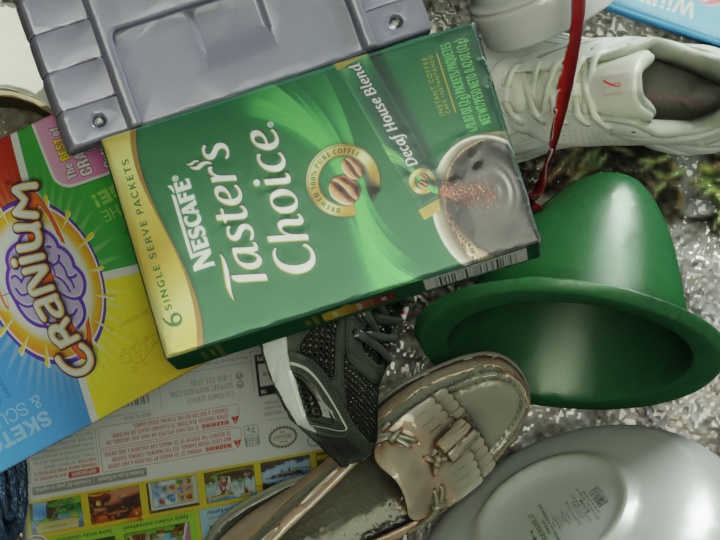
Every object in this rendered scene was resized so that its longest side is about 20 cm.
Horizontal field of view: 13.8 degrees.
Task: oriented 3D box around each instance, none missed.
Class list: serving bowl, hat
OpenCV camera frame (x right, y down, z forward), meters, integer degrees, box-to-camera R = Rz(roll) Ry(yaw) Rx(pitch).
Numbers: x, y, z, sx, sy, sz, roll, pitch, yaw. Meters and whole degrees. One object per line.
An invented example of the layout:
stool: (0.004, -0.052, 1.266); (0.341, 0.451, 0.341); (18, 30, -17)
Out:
serving bowl: (0.112, 0.149, 1.558); (0.200, 0.200, 0.066); (-30, 124, -3)
hat: (0.125, -0.039, 1.600); (0.165, 0.200, 0.176); (16, 66, -20)

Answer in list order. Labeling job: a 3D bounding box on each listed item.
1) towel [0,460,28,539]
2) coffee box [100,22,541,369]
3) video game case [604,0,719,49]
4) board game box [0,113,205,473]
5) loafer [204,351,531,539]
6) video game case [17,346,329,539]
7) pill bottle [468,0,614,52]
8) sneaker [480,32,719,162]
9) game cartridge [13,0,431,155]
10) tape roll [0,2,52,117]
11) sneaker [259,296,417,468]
towel: (-0.269, 0.091, 1.577); (0.200, 0.049, 0.112); (1, 103, 23)
coffee box: (-0.020, -0.036, 1.495); (0.200, 0.044, 0.123); (-16, 81, 2)
video game case: (0.196, -0.232, 1.665); (0.143, 0.018, 0.200); (18, 88, -3)
board game box: (-0.159, 0.006, 1.517); (0.200, 0.040, 0.153); (-29, 90, -30)
loafer: (0.008, 0.119, 1.566); (0.200, 0.063, 0.072); (-34, 106, 3)
video game case: (-0.084, 0.125, 1.601); (0.200, 0.023, 0.182); (-9, 100, -16)
pill bottle: (0.063, -0.223, 1.581); (0.112, 0.112, 0.200); (-29, 107, -3)
sneaker: (0.122, -0.101, 1.616); (0.200, 0.099, 0.078); (-4, 87, -3)
game cartridge: (-0.077, -0.150, 1.526); (0.200, 0.038, 0.130); (-20, 90, -12)
tape roll: (-0.195, -0.043, 1.613); (0.202, 0.071, 0.203); (0, 88, -3)
sneaker: (0.000, 0.000, 1.549); (0.086, 0.080, 0.200); (-15, 61, 23)
